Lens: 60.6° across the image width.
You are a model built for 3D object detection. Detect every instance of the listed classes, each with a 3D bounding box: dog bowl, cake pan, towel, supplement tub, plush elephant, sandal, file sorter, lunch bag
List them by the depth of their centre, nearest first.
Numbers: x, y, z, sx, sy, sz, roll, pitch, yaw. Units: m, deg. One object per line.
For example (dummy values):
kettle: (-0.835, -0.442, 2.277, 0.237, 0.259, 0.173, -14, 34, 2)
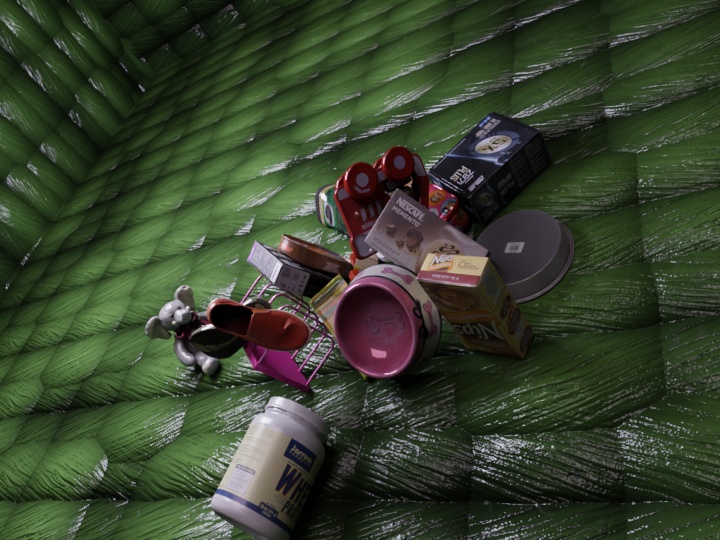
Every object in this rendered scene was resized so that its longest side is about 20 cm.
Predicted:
supplement tub: (-0.144, 0.333, 1.030, 0.142, 0.146, 0.203, 0, 52, 40)
dog bowl: (0.038, 0.095, 1.065, 0.196, 0.206, 0.073, -12, 5, 32)
cake pan: (0.284, -0.032, 1.115, 0.196, 0.037, 0.204, -24, 41, 21)
towel: (-0.017, 0.105, 1.182, 0.086, 0.018, 0.201, -43, 62, 6)
sandal: (-0.241, 0.107, 1.182, 0.198, 0.080, 0.058, -29, 26, 22)
file sorter: (-0.157, 0.117, 1.241, 0.127, 0.138, 0.200, -53, 37, 6)
lunch bag: (0.116, -0.095, 1.296, 0.177, 0.082, 0.200, -47, 36, -2)
plush elephant: (-0.407, 0.129, 1.456, 0.196, 0.156, 0.167, 2, 53, 41)

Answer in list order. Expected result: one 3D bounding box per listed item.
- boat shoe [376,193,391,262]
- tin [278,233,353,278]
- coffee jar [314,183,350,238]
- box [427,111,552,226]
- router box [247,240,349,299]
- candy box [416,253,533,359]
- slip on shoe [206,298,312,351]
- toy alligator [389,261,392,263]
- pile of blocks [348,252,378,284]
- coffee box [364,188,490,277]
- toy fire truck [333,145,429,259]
boat shoe: (0.035, -0.106, 1.265, 0.070, 0.069, 0.204, -35, 43, 31)
tin: (-0.092, -0.029, 1.315, 0.110, 0.198, 0.043, 24, 93, 40)
coffee jar: (-0.031, -0.137, 1.438, 0.084, 0.107, 0.199, -20, 29, -28)
box: (0.264, -0.214, 1.275, 0.199, 0.087, 0.164, -42, 37, -2)
router box: (-0.121, 0.011, 1.290, 0.148, 0.197, 0.052, 35, 101, 52)
candy box: (0.184, 0.058, 0.974, 0.113, 0.201, 0.056, 7, 57, 44)
slip on shoe: (-0.181, 0.098, 1.093, 0.061, 0.194, 0.076, -158, 86, -87)
toy alligator: (0.044, 0.065, 1.220, 0.053, 0.059, 0.203, 27, 76, 6)
pile of blocks: (0.000, 0.000, 1.271, 0.201, 0.060, 0.084, -74, 0, -66)
coffee box: (0.119, -0.040, 1.094, 0.198, 0.080, 0.114, 36, 95, 14)
toy fire truck: (0.048, -0.132, 1.192, 0.196, 0.172, 0.112, -24, 3, -15)
